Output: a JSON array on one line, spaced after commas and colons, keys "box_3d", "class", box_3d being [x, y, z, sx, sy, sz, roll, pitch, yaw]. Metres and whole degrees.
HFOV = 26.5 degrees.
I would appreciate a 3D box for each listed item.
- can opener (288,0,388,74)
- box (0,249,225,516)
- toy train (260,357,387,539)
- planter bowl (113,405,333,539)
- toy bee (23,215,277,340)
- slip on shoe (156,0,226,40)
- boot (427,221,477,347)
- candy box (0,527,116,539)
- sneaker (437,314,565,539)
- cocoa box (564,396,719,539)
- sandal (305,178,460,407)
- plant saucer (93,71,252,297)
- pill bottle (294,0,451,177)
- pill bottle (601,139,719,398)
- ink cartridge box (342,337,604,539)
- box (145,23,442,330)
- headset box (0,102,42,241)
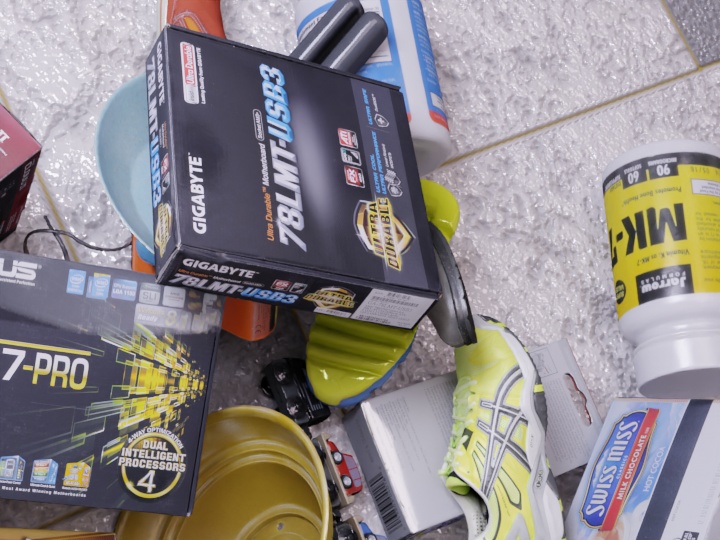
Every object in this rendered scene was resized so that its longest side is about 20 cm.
[{"box_3d": [-0.061, -0.135, 1.184, 0.053, 0.067, 0.200, 39, 86, 23], "class": "can opener"}, {"box_3d": [-0.198, 0.075, 1.030, 0.198, 0.049, 0.163, 11, 85, -26], "class": "box"}, {"box_3d": [-0.023, 0.160, 1.176, 0.045, 0.034, 0.202, -11, 72, -37], "class": "toy train"}, {"box_3d": [-0.081, 0.205, 1.080, 0.083, 0.199, 0.202, 37, 54, -45], "class": "planter bowl"}, {"box_3d": [-0.136, -0.017, 1.162, 0.199, 0.132, 0.109, 35, 36, 8], "class": "toy bee"}, {"box_3d": [-0.130, -0.183, 1.242, 0.061, 0.074, 0.202, -3, 68, 25], "class": "slip on shoe"}, {"box_3d": [0.000, 0.000, 1.155, 0.130, 0.068, 0.201, -25, 54, -4], "class": "boot"}, {"box_3d": [-0.256, 0.230, 1.011, 0.198, 0.057, 0.117, 8, 41, -26], "class": "candy box"}, {"box_3d": [0.097, 0.128, 1.153, 0.076, 0.075, 0.202, -4, 69, -23], "class": "sneaker"}, {"box_3d": [0.243, 0.215, 1.175, 0.134, 0.130, 0.201, 49, 55, -34], "class": "cocoa box"}, {"box_3d": [0.022, 0.028, 1.216, 0.079, 0.087, 0.201, 26, 64, 15], "class": "sandal"}, {"box_3d": [-0.102, -0.056, 1.093, 0.199, 0.039, 0.203, 18, 47, -21], "class": "plant saucer"}, {"box_3d": [0.005, -0.180, 1.278, 0.111, 0.112, 0.202, -2, 70, -22], "class": "pill bottle"}, {"box_3d": [0.272, 0.001, 1.305, 0.113, 0.114, 0.202, 4, 67, -19], "class": "pill bottle"}, {"box_3d": [0.096, 0.133, 1.222, 0.198, 0.050, 0.110, -15, 75, -27], "class": "ink cartridge box"}, {"box_3d": [-0.050, -0.065, 1.075, 0.197, 0.050, 0.202, 13, 49, -26], "class": "box"}, {"box_3d": [-0.314, -0.036, 1.075, 0.077, 0.149, 0.200, 44, 62, 1], "class": "headset box"}]
